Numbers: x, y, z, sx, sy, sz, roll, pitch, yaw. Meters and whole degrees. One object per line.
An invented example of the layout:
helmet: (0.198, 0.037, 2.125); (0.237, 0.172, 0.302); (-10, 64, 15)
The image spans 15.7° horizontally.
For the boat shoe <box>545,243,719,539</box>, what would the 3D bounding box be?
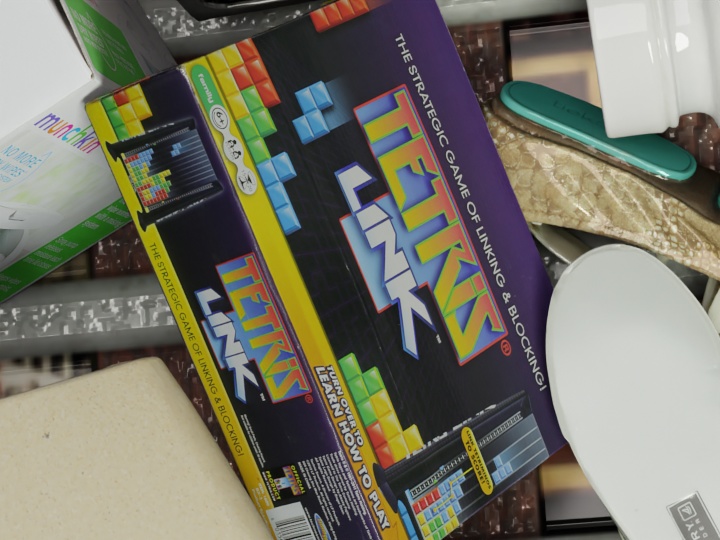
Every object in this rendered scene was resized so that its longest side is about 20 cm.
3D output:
boat shoe: (0.127, 0.087, 1.034); (0.070, 0.064, 0.201); (-21, 84, 4)

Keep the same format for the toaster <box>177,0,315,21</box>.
toaster: (-0.004, -0.185, 1.030); (0.180, 0.200, 0.119); (-9, 77, 10)

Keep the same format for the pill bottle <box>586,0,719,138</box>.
pill bottle: (0.189, -0.107, 1.016); (0.199, 0.111, 0.112); (-9, 81, 6)

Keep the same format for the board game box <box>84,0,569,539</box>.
board game box: (0.000, 0.000, 0.997); (0.057, 0.165, 0.201); (-18, 98, 39)

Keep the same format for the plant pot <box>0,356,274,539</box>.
plant pot: (-0.118, 0.141, 0.979); (0.199, 0.200, 0.178); (-16, 82, -10)

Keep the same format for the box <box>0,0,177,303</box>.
box: (-0.170, -0.053, 1.047); (0.176, 0.200, 0.097); (-31, 78, 6)

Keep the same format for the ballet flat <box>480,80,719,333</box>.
ballet flat: (0.135, -0.014, 1.056); (0.199, 0.070, 0.066); (24, 116, 16)
